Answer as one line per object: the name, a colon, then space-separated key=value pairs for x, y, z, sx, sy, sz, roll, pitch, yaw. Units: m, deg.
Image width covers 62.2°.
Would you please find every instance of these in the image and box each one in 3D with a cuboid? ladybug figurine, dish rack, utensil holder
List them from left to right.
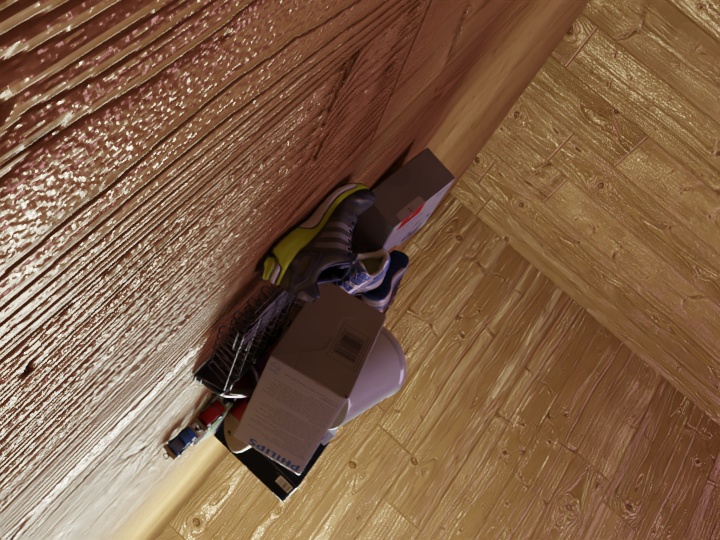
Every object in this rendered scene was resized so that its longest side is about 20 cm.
dish rack: x=-0.139 y=0.073 z=0.788 sx=0.154 sy=0.054 sz=0.201 roll=-49 pitch=174 yaw=-40
ladybug figurine: x=-0.185 y=0.250 z=1.131 sx=0.200 sy=0.072 sz=0.135 roll=-46 pitch=-167 yaw=-24
utensil holder: x=-0.025 y=0.220 z=1.252 sx=0.199 sy=0.170 sz=0.171 roll=-20 pitch=154 yaw=-50

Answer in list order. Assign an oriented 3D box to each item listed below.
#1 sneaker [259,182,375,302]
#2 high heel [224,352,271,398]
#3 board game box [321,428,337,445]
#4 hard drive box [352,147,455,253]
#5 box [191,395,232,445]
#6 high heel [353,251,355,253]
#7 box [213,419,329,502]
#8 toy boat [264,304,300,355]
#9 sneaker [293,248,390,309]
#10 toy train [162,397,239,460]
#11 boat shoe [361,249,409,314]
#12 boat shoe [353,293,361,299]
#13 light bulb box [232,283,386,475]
sneaker: x=-0.036 y=-0.033 z=0.739 sx=0.200 sy=0.081 sz=0.074 roll=-48 pitch=176 yaw=-34
high heel: x=-0.211 y=0.185 z=0.983 sx=0.095 sy=0.068 sz=0.200 roll=-28 pitch=171 yaw=15
board game box: x=-0.116 y=0.251 z=1.328 sx=0.041 sy=0.199 sz=0.201 roll=-42 pitch=-170 yaw=25
hard drive box: x=0.066 y=-0.108 z=1.088 sx=0.155 sy=0.077 sz=0.200 roll=-39 pitch=171 yaw=-20
box: x=-0.271 y=0.270 z=1.215 sx=0.145 sy=0.036 sz=0.200 roll=-51 pitch=177 yaw=-3
high heel: x=0.000 y=0.000 z=1.216 sx=0.068 sy=0.096 sz=0.200 roll=-50 pitch=177 yaw=28
box: x=-0.184 y=0.354 z=1.253 sx=0.079 sy=0.200 sz=0.141 roll=-51 pitch=175 yaw=37
toy boat: x=-0.089 y=0.123 z=1.117 sx=0.200 sy=0.131 sz=0.130 roll=-45 pitch=177 yaw=9
sneaker: x=-0.031 y=0.009 z=1.024 sx=0.198 sy=0.076 sz=0.077 roll=-25 pitch=162 yaw=-34
toy train: x=-0.264 y=0.257 z=1.052 sx=0.200 sy=0.034 sz=0.046 roll=-42 pitch=-179 yaw=-33
boat shoe: x=0.042 y=0.027 z=1.172 sx=0.200 sy=0.071 sz=0.073 roll=-54 pitch=157 yaw=-53
boat shoe: x=-0.060 y=0.102 z=1.204 sx=0.196 sy=0.074 sz=0.069 roll=-23 pitch=-143 yaw=6
light bulb box: x=-0.076 y=0.159 z=0.913 sx=0.201 sy=0.124 sz=0.199 roll=-62 pitch=178 yaw=38
